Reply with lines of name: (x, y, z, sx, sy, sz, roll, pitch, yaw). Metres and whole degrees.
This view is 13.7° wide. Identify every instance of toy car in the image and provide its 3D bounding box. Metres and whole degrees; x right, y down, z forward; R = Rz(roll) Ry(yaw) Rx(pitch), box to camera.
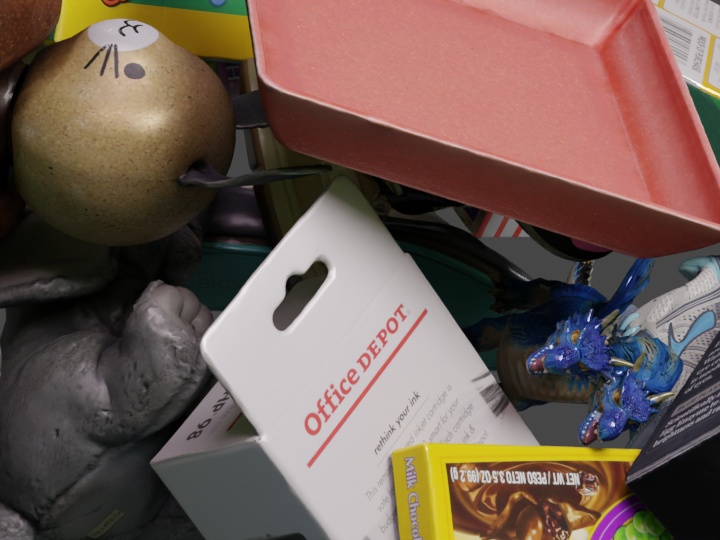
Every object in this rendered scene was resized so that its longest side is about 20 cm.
toy car: (-0.102, -0.073, 1.165, 0.198, 0.159, 0.164, 10, 25, 5)

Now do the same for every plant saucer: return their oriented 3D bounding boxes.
plant saucer: (0.038, -0.080, 1.184, 0.198, 0.037, 0.200, 17, 30, -17)

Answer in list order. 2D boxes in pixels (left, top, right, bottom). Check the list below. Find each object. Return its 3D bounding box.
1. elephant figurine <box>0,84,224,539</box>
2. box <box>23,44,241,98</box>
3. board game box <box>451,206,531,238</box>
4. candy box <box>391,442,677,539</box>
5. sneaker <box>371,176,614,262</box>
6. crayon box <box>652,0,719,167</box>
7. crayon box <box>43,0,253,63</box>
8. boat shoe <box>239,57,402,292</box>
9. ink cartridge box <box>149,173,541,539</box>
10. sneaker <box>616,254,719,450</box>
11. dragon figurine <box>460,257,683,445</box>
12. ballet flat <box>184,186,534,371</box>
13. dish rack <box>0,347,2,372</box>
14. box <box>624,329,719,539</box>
elephant figurine: (-0.112, 0.017, 1.252, 0.154, 0.142, 0.200, 4, 40, -38)
box: (-0.149, -0.144, 1.368, 0.199, 0.177, 0.096, -27, 29, -33)
board game box: (0.073, -0.093, 1.432, 0.151, 0.046, 0.200, 0, 40, -37)
candy box: (0.098, 0.120, 1.155, 0.199, 0.026, 0.103, 4, 77, -39)
sneaker: (0.051, -0.050, 1.281, 0.073, 0.088, 0.200, 4, 31, -36)
crayon box: (0.200, -0.058, 1.369, 0.199, 0.052, 0.126, 27, 23, -1)
crayon box: (-0.068, -0.195, 1.319, 0.172, 0.202, 0.058, 3, 9, -41)
boat shoe: (0.000, 0.000, 1.268, 0.062, 0.073, 0.201, -20, 87, -4)
ink cartridge box: (0.001, 0.077, 1.148, 0.066, 0.201, 0.116, -16, 26, 45)
sneaker: (0.139, 0.056, 1.299, 0.086, 0.078, 0.200, 17, 33, 22)
dragon figurine: (0.098, 0.025, 1.231, 0.099, 0.059, 0.200, -10, 13, 29)
ballet flat: (-0.003, -0.007, 1.339, 0.198, 0.073, 0.073, 9, 41, 4)
dish rack: (-0.244, 0.075, 1.159, 0.199, 0.055, 0.154, 13, 82, 6)
box: (0.239, 0.076, 1.188, 0.197, 0.117, 0.200, 48, 46, -8)
